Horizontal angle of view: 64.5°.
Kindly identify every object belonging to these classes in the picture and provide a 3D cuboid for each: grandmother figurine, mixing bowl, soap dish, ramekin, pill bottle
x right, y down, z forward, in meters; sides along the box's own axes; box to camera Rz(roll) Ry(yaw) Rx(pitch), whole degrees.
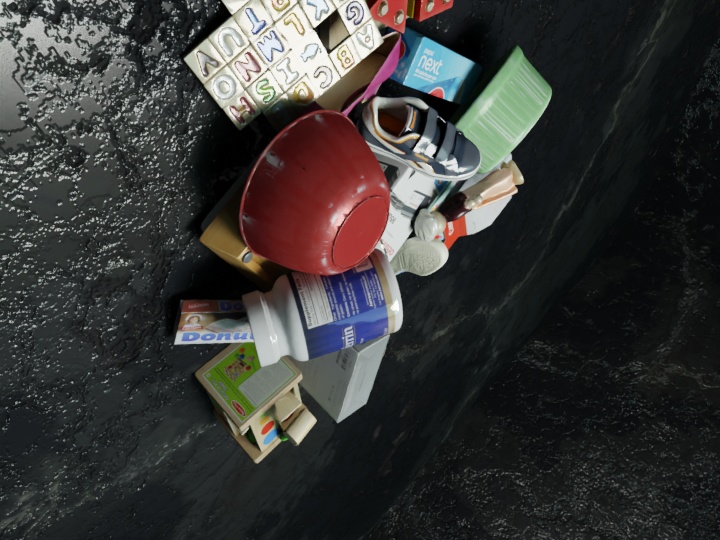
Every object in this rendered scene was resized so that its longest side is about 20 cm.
[{"bbox_3d":[0.177,-0.114,0.962,0.197,0.061,0.121,-32,179,-1],"label":"grandmother figurine"},{"bbox_3d":[-0.034,-0.072,0.680,0.199,0.108,0.203,-39,150,-27],"label":"mixing bowl"},{"bbox_3d":[-0.111,-0.053,0.785,0.158,0.081,0.200,-50,154,-6],"label":"soap dish"},{"bbox_3d":[0.224,-0.261,0.955,0.201,0.097,0.200,-51,-174,8],"label":"ramekin"},{"bbox_3d":[-0.051,0.051,0.757,0.195,0.117,0.117,-16,142,-11],"label":"pill bottle"}]

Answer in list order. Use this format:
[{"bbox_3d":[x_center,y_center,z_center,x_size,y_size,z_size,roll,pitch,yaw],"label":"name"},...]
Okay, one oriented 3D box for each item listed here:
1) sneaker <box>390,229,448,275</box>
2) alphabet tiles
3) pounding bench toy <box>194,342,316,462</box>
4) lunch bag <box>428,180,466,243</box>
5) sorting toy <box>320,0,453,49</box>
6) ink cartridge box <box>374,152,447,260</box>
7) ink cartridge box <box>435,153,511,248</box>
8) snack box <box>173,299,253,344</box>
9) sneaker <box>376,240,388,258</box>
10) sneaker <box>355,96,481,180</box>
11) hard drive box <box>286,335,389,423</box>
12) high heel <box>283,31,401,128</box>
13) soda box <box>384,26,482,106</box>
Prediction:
[{"bbox_3d":[0.107,-0.040,1.070,0.111,0.078,0.198,-39,-169,-36],"label":"sneaker"},{"bbox_3d":[-0.084,-0.251,0.610,0.199,0.008,0.168,-40,136,-1],"label":"alphabet tiles"},{"bbox_3d":[-0.147,0.230,0.924,0.123,0.199,0.158,-37,149,-25],"label":"pounding bench toy"},{"bbox_3d":[0.172,-0.144,1.130,0.162,0.076,0.200,-55,153,-2],"label":"lunch bag"},{"bbox_3d":[0.046,-0.379,0.670,0.197,0.069,0.203,-35,148,-31],"label":"sorting toy"},{"bbox_3d":[0.055,-0.132,0.951,0.202,0.084,0.144,-54,152,2],"label":"ink cartridge box"},{"bbox_3d":[0.219,-0.116,1.098,0.202,0.056,0.163,-56,156,-11],"label":"ink cartridge box"},{"bbox_3d":[-0.161,0.073,0.812,0.195,0.025,0.073,2,138,-28],"label":"snack box"},{"bbox_3d":[0.000,0.000,0.889,0.086,0.077,0.201,-23,147,-2],"label":"sneaker"},{"bbox_3d":[0.091,-0.190,0.821,0.080,0.195,0.081,127,-24,-69],"label":"sneaker"},{"bbox_3d":[-0.063,0.114,0.924,0.076,0.199,0.159,-23,142,-43],"label":"hard drive box"},{"bbox_3d":[-0.019,-0.234,0.714,0.199,0.068,0.096,-36,169,-38],"label":"high heel"},{"bbox_3d":[0.107,-0.305,0.857,0.198,0.064,0.069,-7,129,-54],"label":"soda box"}]
